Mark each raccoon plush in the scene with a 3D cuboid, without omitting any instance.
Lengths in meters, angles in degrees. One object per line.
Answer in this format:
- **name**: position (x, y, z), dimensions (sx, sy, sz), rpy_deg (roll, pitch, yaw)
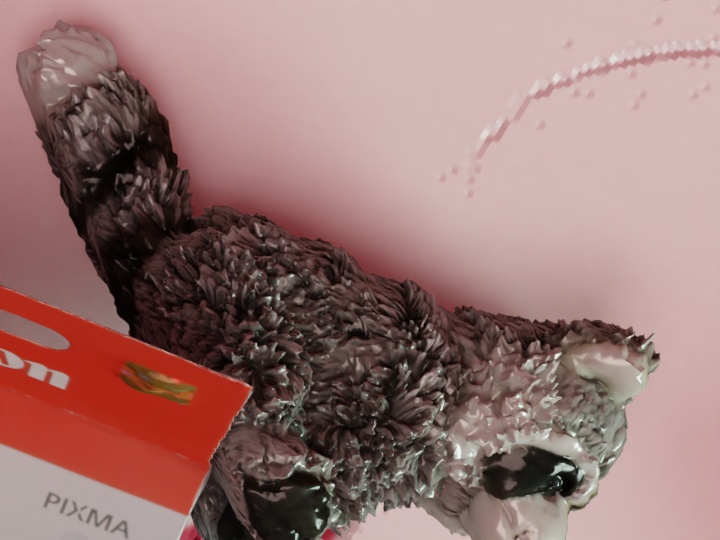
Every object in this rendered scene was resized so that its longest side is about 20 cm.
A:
- **raccoon plush**: position (0.000, 0.000, 0.794), dimensions (0.133, 0.097, 0.201), rpy_deg (-23, 95, -15)

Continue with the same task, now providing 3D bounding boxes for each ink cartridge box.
- **ink cartridge box**: position (-0.126, 0.051, 0.760), dimensions (0.162, 0.200, 0.057), rpy_deg (21, 72, -5)
